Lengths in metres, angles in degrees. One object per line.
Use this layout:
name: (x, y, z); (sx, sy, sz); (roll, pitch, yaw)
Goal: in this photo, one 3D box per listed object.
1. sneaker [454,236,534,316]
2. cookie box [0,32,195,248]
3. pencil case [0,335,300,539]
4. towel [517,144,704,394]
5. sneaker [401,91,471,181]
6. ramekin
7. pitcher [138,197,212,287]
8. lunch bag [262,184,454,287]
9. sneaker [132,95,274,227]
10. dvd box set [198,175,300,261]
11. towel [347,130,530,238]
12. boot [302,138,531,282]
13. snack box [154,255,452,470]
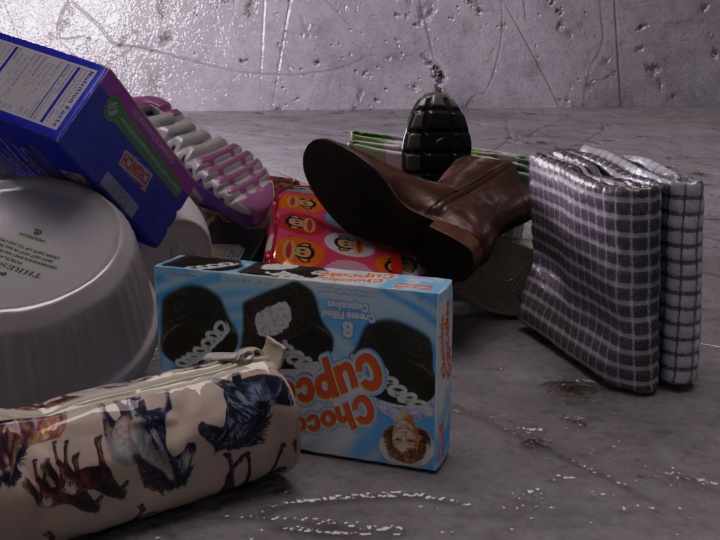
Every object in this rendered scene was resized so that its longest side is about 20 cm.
sneaker: (0.170, 0.002, 0.991); (0.197, 0.076, 0.085); (5, 9, -9)
cookie box: (-0.259, -0.113, 0.838); (0.198, 0.076, 0.171); (21, -19, 23)
pencil case: (-0.132, 0.096, 0.583); (0.198, 0.091, 0.078); (-10, 18, -32)
towel: (0.196, -0.009, 0.837); (0.085, 0.168, 0.200); (-10, 16, -13)
sneaker: (0.064, -0.076, 1.030); (0.074, 0.203, 0.079); (-1, 6, -19)
ramekin: (-0.247, 0.013, 0.745); (0.200, 0.095, 0.203); (4, 39, -3)
pitcher: (-0.228, -0.063, 0.963); (0.120, 0.174, 0.199); (-17, 31, -40)
lunch bag: (0.000, 0.000, 0.911); (0.174, 0.083, 0.201); (9, 28, -6)
sneaker: (-0.170, -0.092, 1.016); (0.199, 0.089, 0.080); (34, 32, 22)
dvd box set: (-0.167, -0.039, 1.041); (0.198, 0.029, 0.147); (11, 62, 34)
towel: (0.081, -0.072, 1.105); (0.197, 0.150, 0.031); (8, 43, 6)
boot: (0.063, -0.079, 0.927); (0.186, 0.065, 0.200); (38, 35, 8)
snack box: (-0.039, 0.057, 0.673); (0.198, 0.118, 0.037); (5, 15, 19)
